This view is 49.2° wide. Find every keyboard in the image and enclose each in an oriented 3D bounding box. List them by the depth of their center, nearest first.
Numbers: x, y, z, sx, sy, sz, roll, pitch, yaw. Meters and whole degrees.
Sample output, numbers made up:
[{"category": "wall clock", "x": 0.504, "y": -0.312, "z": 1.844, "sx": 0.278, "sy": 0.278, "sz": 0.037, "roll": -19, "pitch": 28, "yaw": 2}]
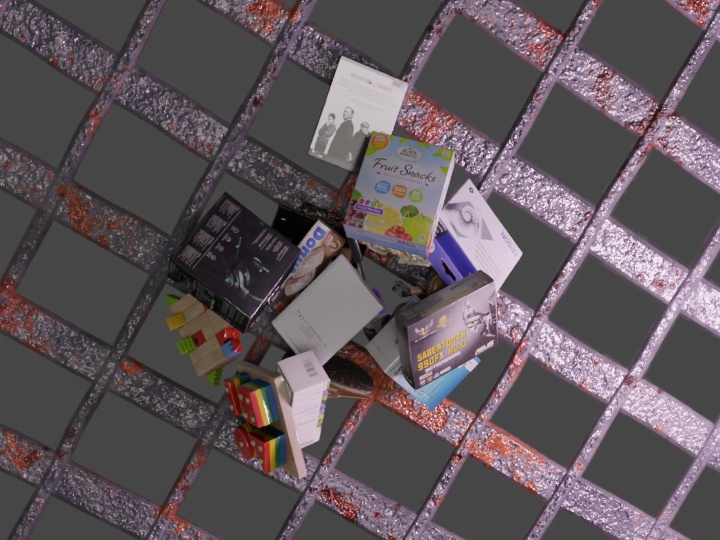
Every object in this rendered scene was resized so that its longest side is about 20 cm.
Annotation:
[{"category": "keyboard", "x": -0.078, "y": -0.082, "z": 1.581, "sx": 0.196, "sy": 0.040, "sz": 0.105, "roll": 21, "pitch": 119, "yaw": -10}]

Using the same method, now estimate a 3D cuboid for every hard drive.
[{"category": "hard drive", "x": -0.064, "y": 0.086, "z": 1.534, "sx": 0.200, "sy": 0.025, "sz": 0.132, "roll": -43, "pitch": 83, "yaw": 17}]

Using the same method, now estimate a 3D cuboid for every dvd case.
[{"category": "dvd case", "x": -0.005, "y": -0.299, "z": 1.551, "sx": 0.147, "sy": 0.025, "sz": 0.204, "roll": 20, "pitch": 96, "yaw": -8}]

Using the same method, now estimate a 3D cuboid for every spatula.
[{"category": "spatula", "x": 0.000, "y": 0.000, "z": 1.534, "sx": 0.055, "sy": 0.021, "sz": 0.204, "roll": -12, "pitch": 106, "yaw": 15}]

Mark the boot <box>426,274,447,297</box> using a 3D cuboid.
[{"category": "boot", "x": 0.199, "y": 0.068, "z": 1.555, "sx": 0.199, "sy": 0.075, "sz": 0.075, "roll": 39, "pitch": 71, "yaw": -45}]

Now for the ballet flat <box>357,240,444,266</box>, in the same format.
[{"category": "ballet flat", "x": 0.070, "y": -0.052, "z": 1.545, "sx": 0.197, "sy": 0.076, "sz": 0.064, "roll": 27, "pitch": 127, "yaw": -4}]

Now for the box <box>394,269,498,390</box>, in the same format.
[{"category": "box", "x": 0.163, "y": 0.110, "z": 1.459, "sx": 0.197, "sy": 0.048, "sz": 0.161, "roll": -25, "pitch": 130, "yaw": -20}]

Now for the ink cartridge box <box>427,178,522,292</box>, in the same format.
[{"category": "ink cartridge box", "x": 0.216, "y": -0.049, "z": 1.546, "sx": 0.201, "sy": 0.040, "sz": 0.200, "roll": 51, "pitch": 51, "yaw": -12}]

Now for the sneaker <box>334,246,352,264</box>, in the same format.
[{"category": "sneaker", "x": -0.070, "y": 0.050, "z": 1.574, "sx": 0.088, "sy": 0.067, "sz": 0.205, "roll": 9, "pitch": 100, "yaw": 5}]

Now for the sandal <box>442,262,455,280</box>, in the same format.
[{"category": "sandal", "x": 0.182, "y": -0.016, "z": 1.591, "sx": 0.054, "sy": 0.082, "sz": 0.201, "roll": -36, "pitch": 99, "yaw": 21}]

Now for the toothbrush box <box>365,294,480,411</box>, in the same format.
[{"category": "toothbrush box", "x": 0.126, "y": 0.166, "z": 1.561, "sx": 0.147, "sy": 0.085, "sz": 0.200, "roll": -46, "pitch": 134, "yaw": 3}]

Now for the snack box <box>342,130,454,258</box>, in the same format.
[{"category": "snack box", "x": 0.074, "y": -0.145, "z": 1.478, "sx": 0.165, "sy": 0.068, "sz": 0.204, "roll": 14, "pitch": 70, "yaw": 10}]

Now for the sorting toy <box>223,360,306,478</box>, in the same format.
[{"category": "sorting toy", "x": -0.197, "y": 0.295, "z": 1.531, "sx": 0.069, "sy": 0.199, "sz": 0.203, "roll": -18, "pitch": 101, "yaw": -28}]

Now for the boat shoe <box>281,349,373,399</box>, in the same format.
[{"category": "boat shoe", "x": -0.072, "y": 0.222, "z": 1.610, "sx": 0.196, "sy": 0.076, "sz": 0.075, "roll": 19, "pitch": 127, "yaw": -6}]

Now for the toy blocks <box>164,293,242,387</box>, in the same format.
[{"category": "toy blocks", "x": -0.281, "y": 0.104, "z": 1.522, "sx": 0.135, "sy": 0.099, "sz": 0.203, "roll": -32, "pitch": 75, "yaw": 22}]

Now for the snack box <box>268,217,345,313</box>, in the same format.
[{"category": "snack box", "x": -0.116, "y": -0.005, "z": 1.567, "sx": 0.071, "sy": 0.024, "sz": 0.201, "roll": 36, "pitch": 105, "yaw": -12}]

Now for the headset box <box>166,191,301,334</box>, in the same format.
[{"category": "headset box", "x": -0.229, "y": -0.010, "z": 1.466, "sx": 0.198, "sy": 0.093, "sz": 0.175, "roll": 35, "pitch": 62, "yaw": 0}]

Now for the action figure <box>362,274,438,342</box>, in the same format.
[{"category": "action figure", "x": 0.098, "y": 0.080, "z": 1.591, "sx": 0.130, "sy": 0.070, "sz": 0.200, "roll": 39, "pitch": 103, "yaw": -25}]

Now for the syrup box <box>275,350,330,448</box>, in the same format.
[{"category": "syrup box", "x": -0.120, "y": 0.258, "z": 1.530, "sx": 0.080, "sy": 0.079, "sz": 0.202, "roll": -16, "pitch": 140, "yaw": -25}]
